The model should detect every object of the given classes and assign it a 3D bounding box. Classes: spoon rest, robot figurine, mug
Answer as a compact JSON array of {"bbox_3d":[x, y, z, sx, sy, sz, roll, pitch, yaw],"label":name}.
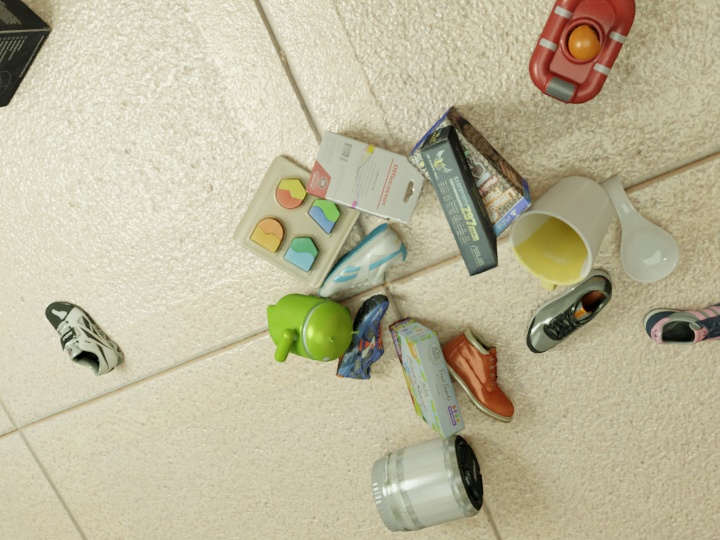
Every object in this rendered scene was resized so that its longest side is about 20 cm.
[{"bbox_3d":[0.483,-0.067,1.243,0.098,0.061,0.202,-30,99,20],"label":"spoon rest"},{"bbox_3d":[-0.097,0.109,1.371,0.198,0.174,0.118,9,107,42],"label":"robot figurine"},{"bbox_3d":[0.346,-0.074,1.221,0.149,0.153,0.187,44,148,0],"label":"mug"}]

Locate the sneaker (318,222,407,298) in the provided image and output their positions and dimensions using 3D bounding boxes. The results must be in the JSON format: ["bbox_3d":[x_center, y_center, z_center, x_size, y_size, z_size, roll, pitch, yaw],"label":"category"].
[{"bbox_3d":[0.000,0.000,1.359,0.199,0.077,0.081,-38,103,23],"label":"sneaker"}]

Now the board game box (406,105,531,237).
[{"bbox_3d":[0.188,-0.168,1.216,0.200,0.160,0.097,44,111,-6],"label":"board game box"}]

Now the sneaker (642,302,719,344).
[{"bbox_3d":[0.613,0.104,1.262,0.196,0.082,0.071,-8,107,14],"label":"sneaker"}]

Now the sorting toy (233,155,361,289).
[{"bbox_3d":[-0.120,-0.091,1.343,0.198,0.036,0.187,30,93,2],"label":"sorting toy"}]

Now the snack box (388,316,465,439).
[{"bbox_3d":[0.126,0.203,1.364,0.052,0.142,0.203,-22,105,-15],"label":"snack box"}]

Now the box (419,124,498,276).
[{"bbox_3d":[0.152,-0.110,1.073,0.050,0.158,0.203,-21,103,17],"label":"box"}]

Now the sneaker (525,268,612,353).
[{"bbox_3d":[0.380,0.081,1.305,0.074,0.080,0.200,40,113,-6],"label":"sneaker"}]

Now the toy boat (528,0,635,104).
[{"bbox_3d":[0.355,-0.366,1.129,0.129,0.131,0.203,23,112,3],"label":"toy boat"}]

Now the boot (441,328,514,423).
[{"bbox_3d":[0.245,0.206,1.381,0.200,0.075,0.107,44,106,-4],"label":"boot"}]

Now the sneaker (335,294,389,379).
[{"bbox_3d":[0.017,0.135,1.411,0.077,0.076,0.202,19,118,-8],"label":"sneaker"}]

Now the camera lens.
[{"bbox_3d":[0.139,0.428,1.429,0.197,0.160,0.162,-20,104,17],"label":"camera lens"}]

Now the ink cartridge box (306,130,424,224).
[{"bbox_3d":[0.014,-0.164,1.286,0.197,0.067,0.118,19,91,6],"label":"ink cartridge box"}]

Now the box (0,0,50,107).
[{"bbox_3d":[-0.712,-0.402,1.303,0.124,0.197,0.200,42,112,-4],"label":"box"}]

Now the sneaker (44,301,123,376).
[{"bbox_3d":[-0.610,0.148,1.529,0.199,0.089,0.074,40,113,-2],"label":"sneaker"}]
